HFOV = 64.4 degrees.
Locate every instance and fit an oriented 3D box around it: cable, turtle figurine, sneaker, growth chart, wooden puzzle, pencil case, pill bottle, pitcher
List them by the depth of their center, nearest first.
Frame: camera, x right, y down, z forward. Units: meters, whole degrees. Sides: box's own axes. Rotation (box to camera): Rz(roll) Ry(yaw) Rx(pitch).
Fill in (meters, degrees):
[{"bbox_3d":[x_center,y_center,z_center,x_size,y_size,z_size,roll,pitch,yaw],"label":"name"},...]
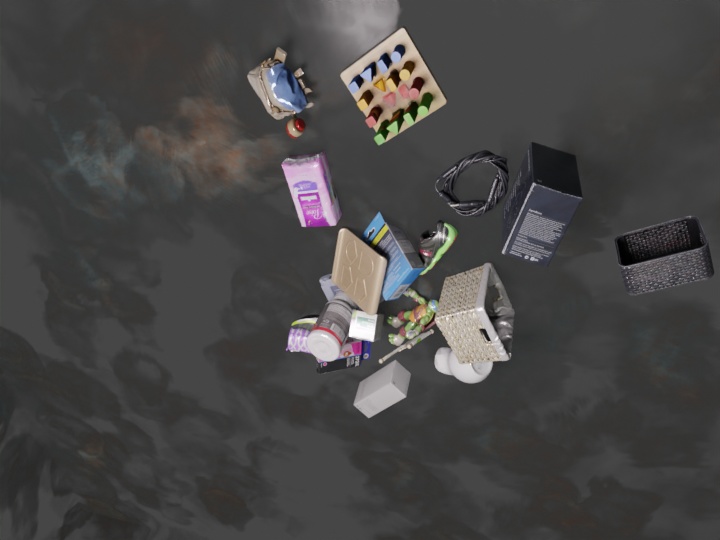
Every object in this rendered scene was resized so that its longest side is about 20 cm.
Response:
[{"bbox_3d":[0.297,-0.218,1.458,0.198,0.051,0.163,-34,110,34],"label":"cable"},{"bbox_3d":[0.195,-0.064,1.605,0.083,0.077,0.201,42,126,6],"label":"sneaker"},{"bbox_3d":[0.000,0.000,1.654,0.198,0.045,0.191,36,127,38],"label":"wooden puzzle"},{"bbox_3d":[0.135,0.134,1.720,0.194,0.197,0.147,-43,72,41],"label":"turtle figurine"},{"bbox_3d":[-0.078,0.162,1.721,0.107,0.202,0.114,12,132,15],"label":"pill bottle"},{"bbox_3d":[0.139,0.227,1.733,0.018,0.142,0.199,59,142,7],"label":"growth chart"},{"bbox_3d":[0.342,0.288,1.760,0.166,0.126,0.199,17,166,-16],"label":"pitcher"},{"bbox_3d":[-0.138,0.191,1.877,0.193,0.074,0.084,-2,95,21],"label":"sneaker"},{"bbox_3d":[-0.156,0.249,1.933,0.192,0.088,0.084,11,160,8],"label":"pencil case"}]

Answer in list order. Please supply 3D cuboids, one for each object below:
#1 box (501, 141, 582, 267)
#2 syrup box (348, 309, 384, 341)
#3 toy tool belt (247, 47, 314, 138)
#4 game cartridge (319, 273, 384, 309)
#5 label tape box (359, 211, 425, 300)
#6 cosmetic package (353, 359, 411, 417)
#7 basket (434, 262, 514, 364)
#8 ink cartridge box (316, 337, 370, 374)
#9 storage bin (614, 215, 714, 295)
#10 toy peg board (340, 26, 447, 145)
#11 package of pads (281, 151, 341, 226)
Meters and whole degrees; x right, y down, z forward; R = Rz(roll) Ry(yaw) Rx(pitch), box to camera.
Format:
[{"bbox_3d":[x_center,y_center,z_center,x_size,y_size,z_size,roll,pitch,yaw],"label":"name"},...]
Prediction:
[{"bbox_3d":[0.425,-0.159,1.363,0.119,0.203,0.201,15,130,3],"label":"box"},{"bbox_3d":[0.021,0.166,1.739,0.076,0.200,0.085,9,86,9],"label":"syrup box"},{"bbox_3d":[-0.177,-0.434,1.408,0.120,0.126,0.202,-17,121,38],"label":"toy tool belt"},{"bbox_3d":[-0.019,0.061,1.782,0.194,0.041,0.136,-11,118,26],"label":"game cartridge"},{"bbox_3d":[0.082,-0.042,1.629,0.144,0.065,0.204,-50,57,38],"label":"label tape box"},{"bbox_3d":[0.074,0.408,1.966,0.084,0.109,0.198,41,129,-16],"label":"cosmetic package"},{"bbox_3d":[0.327,0.129,1.613,0.157,0.203,0.201,-17,120,30],"label":"basket"},{"bbox_3d":[-0.051,0.275,1.877,0.193,0.037,0.098,-10,117,-21],"label":"ink cartridge box"},{"bbox_3d":[0.735,-0.035,1.393,0.194,0.137,0.095,-16,121,27],"label":"storage bin"},{"bbox_3d":[0.071,-0.418,1.352,0.196,0.099,0.201,-25,116,31],"label":"toy peg board"},{"bbox_3d":[-0.133,-0.222,1.581,0.116,0.077,0.205,0,126,22],"label":"package of pads"}]
